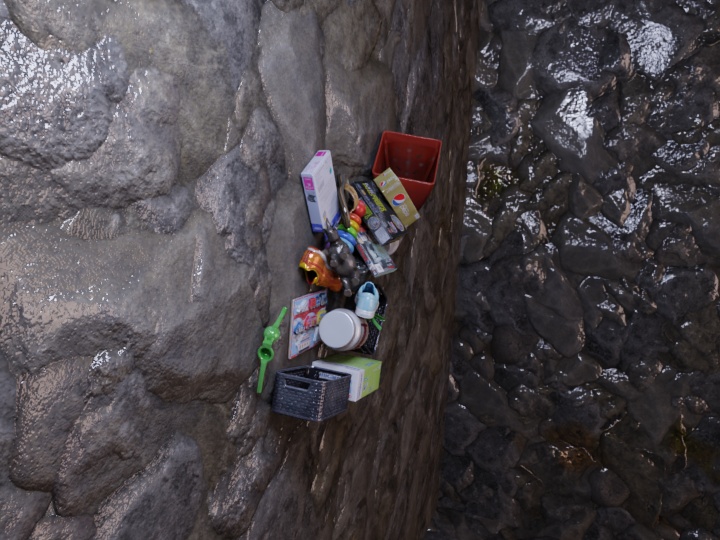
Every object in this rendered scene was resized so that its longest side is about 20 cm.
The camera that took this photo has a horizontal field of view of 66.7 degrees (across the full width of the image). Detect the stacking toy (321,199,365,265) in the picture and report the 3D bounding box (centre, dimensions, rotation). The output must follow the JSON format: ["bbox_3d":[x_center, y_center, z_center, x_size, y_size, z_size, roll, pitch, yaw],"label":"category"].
[{"bbox_3d":[-0.034,-0.107,1.503,0.202,0.084,0.086,-66,155,-22],"label":"stacking toy"}]

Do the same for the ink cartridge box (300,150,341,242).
[{"bbox_3d":[-0.097,-0.187,1.399,0.120,0.041,0.202,-63,150,-46],"label":"ink cartridge box"}]

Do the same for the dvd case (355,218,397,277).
[{"bbox_3d":[0.024,-0.077,1.604,0.201,0.022,0.146,57,25,9],"label":"dvd case"}]

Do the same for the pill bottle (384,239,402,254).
[{"bbox_3d":[0.080,-0.113,1.774,0.200,0.110,0.113,-54,146,-63],"label":"pill bottle"}]

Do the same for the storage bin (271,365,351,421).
[{"bbox_3d":[-0.117,0.299,1.352,0.200,0.133,0.095,12,86,-70],"label":"storage bin"}]

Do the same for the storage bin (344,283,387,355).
[{"bbox_3d":[0.009,0.149,1.729,0.135,0.092,0.203,58,43,-59],"label":"storage bin"}]

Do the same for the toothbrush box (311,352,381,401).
[{"bbox_3d":[-0.039,0.302,1.578,0.200,0.143,0.088,6,93,-70],"label":"toothbrush box"}]

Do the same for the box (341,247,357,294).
[{"bbox_3d":[-0.029,-0.041,1.650,0.121,0.032,0.203,38,60,-67],"label":"box"}]

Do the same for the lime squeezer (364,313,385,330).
[{"bbox_3d":[0.036,0.138,1.595,0.071,0.038,0.200,55,5,1],"label":"lime squeezer"}]

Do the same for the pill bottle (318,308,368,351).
[{"bbox_3d":[-0.046,0.164,1.514,0.200,0.112,0.116,36,63,-78],"label":"pill bottle"}]

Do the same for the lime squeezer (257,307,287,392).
[{"bbox_3d":[-0.207,0.170,1.231,0.071,0.037,0.203,134,-28,-70],"label":"lime squeezer"}]

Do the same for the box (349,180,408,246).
[{"bbox_3d":[0.048,-0.173,1.624,0.201,0.044,0.160,56,24,5],"label":"box"}]

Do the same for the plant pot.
[{"bbox_3d":[0.148,-0.312,1.809,0.177,0.197,0.202,93,10,-55],"label":"plant pot"}]

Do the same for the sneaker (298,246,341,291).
[{"bbox_3d":[-0.108,0.010,1.425,0.078,0.072,0.200,-58,147,-13],"label":"sneaker"}]

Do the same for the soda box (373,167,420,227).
[{"bbox_3d":[0.115,-0.222,1.698,0.068,0.064,0.200,58,4,39],"label":"soda box"}]

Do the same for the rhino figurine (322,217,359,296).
[{"bbox_3d":[-0.052,-0.041,1.383,0.088,0.059,0.202,-90,160,-67],"label":"rhino figurine"}]

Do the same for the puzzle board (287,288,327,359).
[{"bbox_3d":[-0.134,0.136,1.447,0.200,0.017,0.153,-16,112,-68],"label":"puzzle board"}]

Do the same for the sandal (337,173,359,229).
[{"bbox_3d":[-0.030,-0.194,1.477,0.201,0.054,0.083,-91,174,-50],"label":"sandal"}]

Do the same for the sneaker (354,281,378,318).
[{"bbox_3d":[0.025,0.069,1.550,0.200,0.073,0.083,-97,-157,-76],"label":"sneaker"}]

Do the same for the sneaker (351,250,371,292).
[{"bbox_3d":[0.000,0.000,1.614,0.200,0.075,0.092,-38,151,-64],"label":"sneaker"}]
